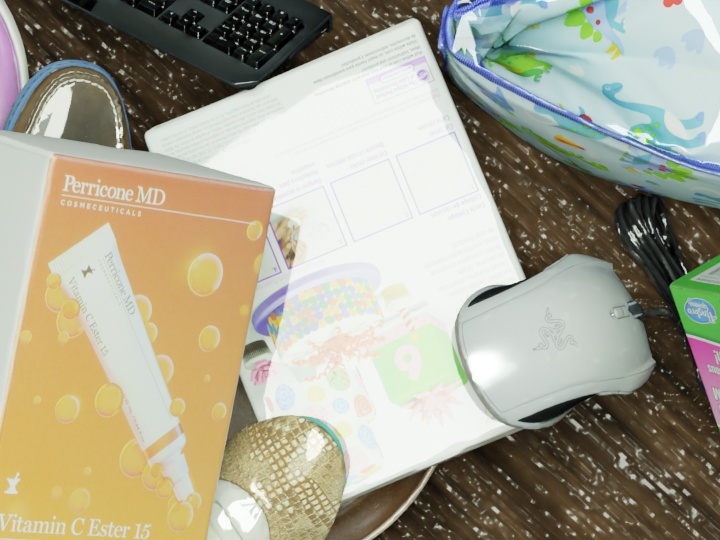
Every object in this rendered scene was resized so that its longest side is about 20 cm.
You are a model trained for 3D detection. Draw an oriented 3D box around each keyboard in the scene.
[{"bbox_3d":[-0.106,-0.161,1.444,0.199,0.040,0.104,28,43,19],"label":"keyboard"}]

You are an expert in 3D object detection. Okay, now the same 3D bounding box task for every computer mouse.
[{"bbox_3d":[0.117,0.026,1.390,0.044,0.200,0.110,-27,85,36],"label":"computer mouse"}]

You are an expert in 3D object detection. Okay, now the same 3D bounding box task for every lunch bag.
[{"bbox_3d":[0.137,-0.096,1.400,0.199,0.170,0.128,5,87,3],"label":"lunch bag"}]

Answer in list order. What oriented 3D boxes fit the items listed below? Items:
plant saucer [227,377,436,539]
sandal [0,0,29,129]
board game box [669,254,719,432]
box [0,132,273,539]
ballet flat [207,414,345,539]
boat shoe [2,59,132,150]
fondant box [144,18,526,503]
[{"bbox_3d":[-0.051,0.050,1.465,0.199,0.034,0.201,0,85,2],"label":"plant saucer"},{"bbox_3d":[-0.226,-0.147,1.476,0.082,0.050,0.204,-20,87,2],"label":"sandal"},{"bbox_3d":[0.230,0.094,1.361,0.040,0.153,0.201,-28,108,-23],"label":"board game box"},{"bbox_3d":[-0.131,0.046,1.307,0.124,0.097,0.201,7,96,-40],"label":"box"},{"bbox_3d":[-0.078,0.141,1.391,0.071,0.065,0.200,47,128,8],"label":"ballet flat"},{"bbox_3d":[-0.140,-0.001,1.412,0.072,0.072,0.201,6,90,-19],"label":"boat shoe"},{"bbox_3d":[0.000,0.000,1.422,0.144,0.058,0.201,-22,85,0],"label":"fondant box"}]
